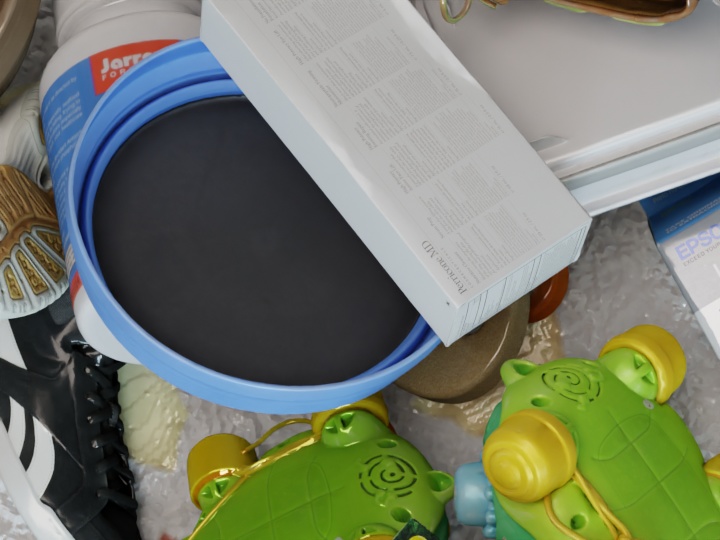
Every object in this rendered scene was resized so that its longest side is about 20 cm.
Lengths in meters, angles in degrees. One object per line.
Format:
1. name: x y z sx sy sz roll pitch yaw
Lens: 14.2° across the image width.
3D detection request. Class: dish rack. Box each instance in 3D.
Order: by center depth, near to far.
1. dish rack: 0.126 -0.115 1.432 0.199 0.044 0.172 -20 56 1

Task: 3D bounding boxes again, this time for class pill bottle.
1. pill bottle: -0.106 -0.062 1.480 0.112 0.112 0.200 -21 60 12

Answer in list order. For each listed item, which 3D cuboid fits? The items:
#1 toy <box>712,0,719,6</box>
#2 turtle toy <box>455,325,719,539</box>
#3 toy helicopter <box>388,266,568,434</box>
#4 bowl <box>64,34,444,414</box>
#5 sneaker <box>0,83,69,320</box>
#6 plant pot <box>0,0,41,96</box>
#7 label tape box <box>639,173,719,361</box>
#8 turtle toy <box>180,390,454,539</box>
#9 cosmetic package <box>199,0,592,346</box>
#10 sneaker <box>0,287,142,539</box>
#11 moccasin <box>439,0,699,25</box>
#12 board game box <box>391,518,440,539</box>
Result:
1. toy: 0.234 -0.120 1.377 0.047 0.200 0.115 -51 29 35
2. turtle toy: 0.122 0.130 1.387 0.101 0.146 0.200 -35 87 42
3. toy helicopter: 0.000 0.000 1.489 0.200 0.079 0.132 37 101 29
4. bowl: -0.044 -0.022 1.380 0.200 0.039 0.201 7 58 -12
5. sneaker: -0.196 -0.021 1.494 0.087 0.200 0.076 -25 110 19
6. plant pot: -0.246 -0.138 1.552 0.200 0.093 0.201 -9 68 22
7. label tape box: 0.225 -0.015 1.419 0.144 0.063 0.200 -31 74 8
8. turtle toy: -0.033 0.152 1.441 0.200 0.101 0.146 -28 43 17
9. cosmetic package: 0.014 -0.067 1.365 0.082 0.051 0.200 -32 72 -20
10. sneaker: -0.139 0.070 1.504 0.112 0.073 0.200 -38 71 9
11. moccasin: 0.069 -0.161 1.390 0.201 0.078 0.074 20 129 4
12. board game box: 0.074 0.184 1.354 0.105 0.200 0.023 39 79 23
